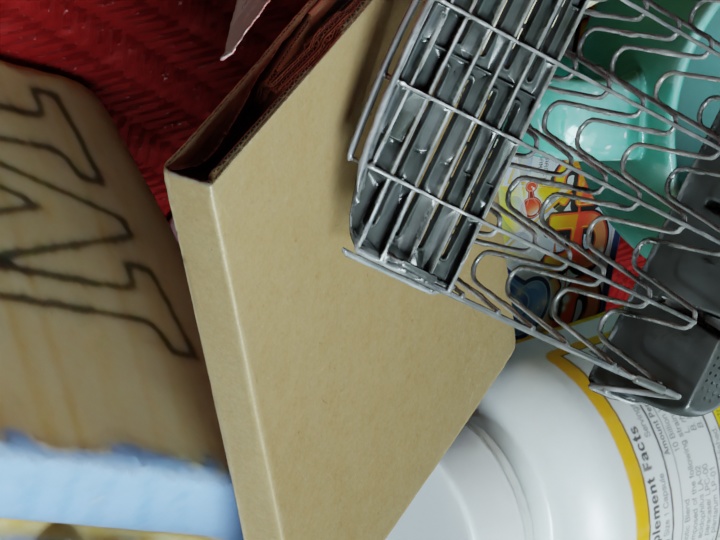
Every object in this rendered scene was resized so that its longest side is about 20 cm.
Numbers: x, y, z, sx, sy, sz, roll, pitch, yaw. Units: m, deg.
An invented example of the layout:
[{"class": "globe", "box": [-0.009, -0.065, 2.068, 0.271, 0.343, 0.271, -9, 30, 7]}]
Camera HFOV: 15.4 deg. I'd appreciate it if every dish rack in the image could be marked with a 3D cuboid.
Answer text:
[{"class": "dish rack", "box": [0.077, -0.043, 0.867, 0.200, 0.055, 0.154, 24, 92, -39]}]

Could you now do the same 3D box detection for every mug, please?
[{"class": "mug", "box": [0.145, -0.071, 1.006, 0.185, 0.114, 0.152, 35, 88, -25]}]

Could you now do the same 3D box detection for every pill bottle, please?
[{"class": "pill bottle", "box": [0.093, 0.075, 1.025, 0.200, 0.113, 0.113, -16, 148, -36]}]

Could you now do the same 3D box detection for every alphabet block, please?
[{"class": "alphabet block", "box": [-0.173, 0.050, 0.920, 0.195, 0.200, 0.196, -44, 147, 23]}]

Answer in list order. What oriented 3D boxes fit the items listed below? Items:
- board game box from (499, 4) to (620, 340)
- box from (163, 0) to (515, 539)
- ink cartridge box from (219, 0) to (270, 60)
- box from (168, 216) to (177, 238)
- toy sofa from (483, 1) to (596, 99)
[{"class": "board game box", "box": [0.050, -0.041, 1.046, 0.135, 0.034, 0.200, -2, 108, -40]}, {"class": "box", "box": [0.000, 0.000, 0.868, 0.164, 0.021, 0.200, -52, 146, -39]}, {"class": "ink cartridge box", "box": [0.027, -0.159, 0.805, 0.050, 0.200, 0.161, 28, 124, -16]}, {"class": "box", "box": [0.003, 0.037, 1.148, 0.200, 0.103, 0.095, -3, 140, -37]}, {"class": "toy sofa", "box": [0.100, -0.151, 0.934, 0.200, 0.083, 0.098, -28, 110, -3]}]
